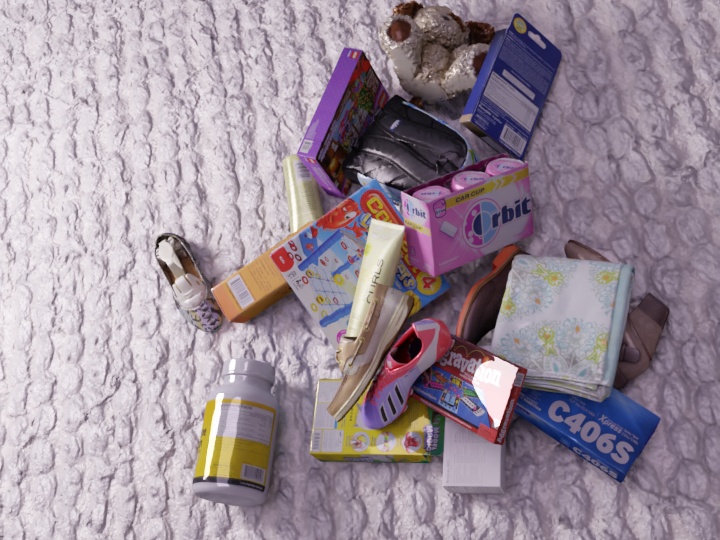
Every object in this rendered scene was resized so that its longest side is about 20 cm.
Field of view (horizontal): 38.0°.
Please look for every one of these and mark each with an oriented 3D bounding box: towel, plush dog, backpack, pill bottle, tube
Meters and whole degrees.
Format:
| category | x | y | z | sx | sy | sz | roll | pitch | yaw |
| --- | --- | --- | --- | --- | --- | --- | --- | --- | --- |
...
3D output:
| category | x | y | z | sx | sy | sz | roll | pitch | yaw |
| --- | --- | --- | --- | --- | --- | --- | --- | --- | --- |
| towel | 0.267 | 0.071 | 1.399 | 0.170 | 0.048 | 0.201 | 8 | 61 | 22 |
| plush dog | 0.123 | -0.358 | 1.702 | 0.198 | 0.161 | 0.173 | 19 | 57 | -2 |
| backpack | 0.098 | -0.163 | 1.612 | 0.199 | 0.154 | 0.164 | 21 | 72 | 49 |
| pill bottle | -0.178 | 0.238 | 1.540 | 0.111 | 0.112 | 0.202 | -1 | 66 | 20 |
| tube | -0.088 | -0.090 | 1.694 | 0.058 | 0.052 | 0.202 | -35 | 59 | 49 |
| tube | 0.017 | 0.029 | 1.497 | 0.058 | 0.052 | 0.202 | 14 | 94 | 11 |

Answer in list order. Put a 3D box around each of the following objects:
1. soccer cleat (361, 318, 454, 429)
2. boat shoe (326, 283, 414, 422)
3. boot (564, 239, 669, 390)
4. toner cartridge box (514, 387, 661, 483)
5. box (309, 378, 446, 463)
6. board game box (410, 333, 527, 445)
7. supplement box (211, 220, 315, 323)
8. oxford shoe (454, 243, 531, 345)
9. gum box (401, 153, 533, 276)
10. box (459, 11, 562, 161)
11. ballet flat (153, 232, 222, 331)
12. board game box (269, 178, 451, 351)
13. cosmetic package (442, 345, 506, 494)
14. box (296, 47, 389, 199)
| category | x | y | z | sx | sy | sz | roll | pitch | yaw |
| --- | --- | --- | --- | --- | --- | --- | --- | --- | --- |
| soccer cleat | 0.049 | 0.141 | 1.433 | 0.200 | 0.076 | 0.067 | -52 | 51 | 27 |
| boat shoe | 0.001 | 0.111 | 1.438 | 0.066 | 0.074 | 0.201 | 30 | 92 | 3 |
| boot | 0.324 | 0.066 | 1.455 | 0.200 | 0.070 | 0.146 | 39 | 85 | 29 |
| toner cartridge box | 0.290 | 0.186 | 1.402 | 0.199 | 0.043 | 0.095 | 32 | 69 | 18 |
| box | 0.031 | 0.216 | 1.511 | 0.198 | 0.048 | 0.118 | -3 | 65 | 21 |
| board game box | 0.136 | 0.148 | 1.398 | 0.200 | 0.019 | 0.104 | 23 | 95 | 54 |
| supplement box | -0.131 | 0.004 | 1.637 | 0.199 | 0.067 | 0.069 | -32 | 79 | 8 |
| oxford shoe | 0.198 | 0.046 | 1.490 | 0.072 | 0.071 | 0.200 | 25 | 61 | 23 |
| gum box | 0.161 | -0.084 | 1.507 | 0.199 | 0.114 | 0.066 | -22 | 29 | -27 |
| box | 0.236 | -0.284 | 1.619 | 0.032 | 0.121 | 0.201 | 1 | 63 | 57 |
| ballet flat | -0.290 | 0.014 | 1.707 | 0.072 | 0.072 | 0.201 | -34 | 60 | 3 |
| board game box | 0.000 | 0.000 | 1.559 | 0.195 | 0.056 | 0.201 | -36 | 91 | 2 |
| cosmetic package | 0.162 | 0.208 | 1.462 | 0.082 | 0.051 | 0.202 | -2 | 66 | 16 |
| box | -0.025 | -0.235 | 1.681 | 0.039 | 0.137 | 0.201 | 15 | 73 | 26 |
